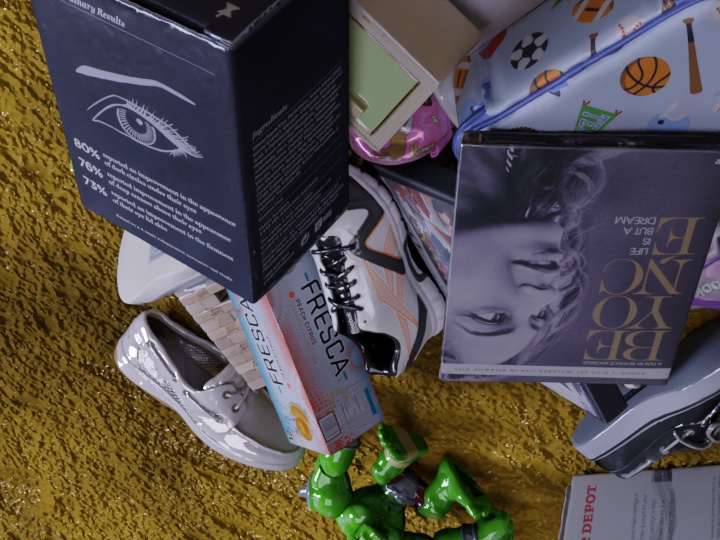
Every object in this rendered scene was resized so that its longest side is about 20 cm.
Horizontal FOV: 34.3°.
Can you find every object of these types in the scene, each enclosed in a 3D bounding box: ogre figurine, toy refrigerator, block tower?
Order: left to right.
[{"bbox_3d":[-0.115,0.015,0.985,0.058,0.054,0.200,-22,116,33],"label":"block tower"},{"bbox_3d":[-0.032,-0.172,0.694,0.200,0.070,0.076,43,139,-5],"label":"toy refrigerator"},{"bbox_3d":[0.034,0.211,1.063,0.199,0.098,0.120,31,114,-26],"label":"ogre figurine"}]

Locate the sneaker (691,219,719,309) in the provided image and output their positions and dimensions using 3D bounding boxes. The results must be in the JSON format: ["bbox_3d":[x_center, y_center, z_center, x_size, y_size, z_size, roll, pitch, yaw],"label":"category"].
[{"bbox_3d":[0.274,-0.016,0.813,0.199,0.081,0.089,-16,127,35],"label":"sneaker"}]

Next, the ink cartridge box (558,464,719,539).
[{"bbox_3d":[0.270,0.242,0.963,0.199,0.146,0.084,-10,125,25],"label":"ink cartridge box"}]

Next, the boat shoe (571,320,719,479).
[{"bbox_3d":[0.252,0.109,0.913,0.068,0.074,0.199,38,130,-6],"label":"boat shoe"}]

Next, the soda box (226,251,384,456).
[{"bbox_3d":[-0.052,0.046,0.941,0.068,0.063,0.201,6,121,55],"label":"soda box"}]

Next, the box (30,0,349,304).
[{"bbox_3d":[-0.092,-0.104,0.671,0.147,0.104,0.201,29,144,20],"label":"box"}]

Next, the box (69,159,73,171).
[{"bbox_3d":[-0.138,-0.160,0.816,0.121,0.048,0.202,11,103,19],"label":"box"}]

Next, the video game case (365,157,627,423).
[{"bbox_3d":[0.092,0.004,0.835,0.025,0.200,0.181,-36,116,-10],"label":"video game case"}]

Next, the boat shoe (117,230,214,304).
[{"bbox_3d":[-0.127,-0.015,0.869,0.068,0.073,0.200,9,162,-29],"label":"boat shoe"}]

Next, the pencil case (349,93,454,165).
[{"bbox_3d":[0.009,-0.170,0.781,0.082,0.087,0.201,-20,123,-4],"label":"pencil case"}]

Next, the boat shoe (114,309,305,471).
[{"bbox_3d":[-0.127,0.107,1.050,0.199,0.071,0.069,34,132,-6],"label":"boat shoe"}]

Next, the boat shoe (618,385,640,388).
[{"bbox_3d":[0.147,0.010,0.878,0.060,0.072,0.202,-24,109,31],"label":"boat shoe"}]

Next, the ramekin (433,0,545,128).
[{"bbox_3d":[0.142,-0.161,0.731,0.201,0.094,0.203,10,130,12],"label":"ramekin"}]

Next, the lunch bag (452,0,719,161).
[{"bbox_3d":[0.162,-0.092,0.649,0.199,0.076,0.160,-25,134,31],"label":"lunch bag"}]

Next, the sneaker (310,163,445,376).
[{"bbox_3d":[0.000,0.000,0.891,0.073,0.080,0.200,-4,131,43],"label":"sneaker"}]

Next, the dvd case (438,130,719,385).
[{"bbox_3d":[0.125,0.001,0.684,0.147,0.016,0.201,1,137,1],"label":"dvd case"}]
